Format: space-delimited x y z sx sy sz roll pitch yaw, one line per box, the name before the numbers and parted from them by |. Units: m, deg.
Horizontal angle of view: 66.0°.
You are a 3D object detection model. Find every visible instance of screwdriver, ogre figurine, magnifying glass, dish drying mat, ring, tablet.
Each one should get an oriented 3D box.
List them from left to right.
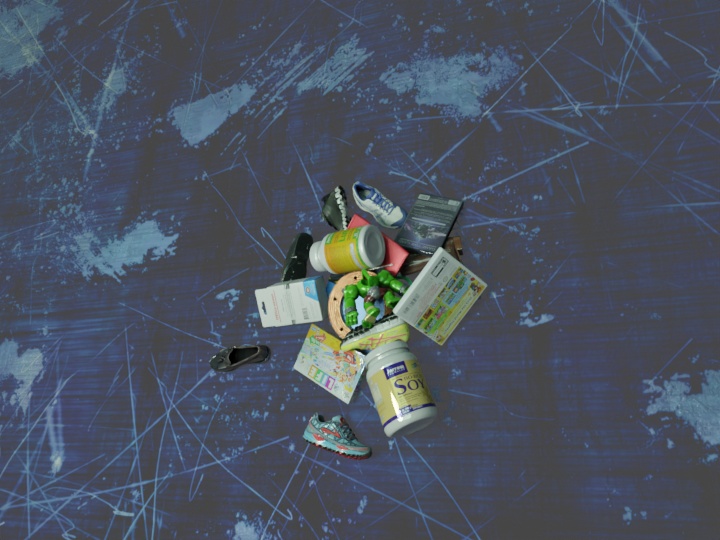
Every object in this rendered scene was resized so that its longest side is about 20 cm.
screwdriver | 0.000 0.000 1.523 0.196 0.029 0.028 -16 43 30
tablet | 0.006 0.131 1.525 0.126 0.014 0.206 4 91 15
ring | 0.006 0.102 1.509 0.195 0.019 0.207 0 90 14
ogre figurine | 0.037 0.063 1.429 0.198 0.099 0.121 -34 51 1
dish drying mat | 0.042 -0.071 1.521 0.199 0.018 0.078 38 105 22
magnifying glass | 0.153 0.076 1.529 0.197 0.022 0.081 29 81 26

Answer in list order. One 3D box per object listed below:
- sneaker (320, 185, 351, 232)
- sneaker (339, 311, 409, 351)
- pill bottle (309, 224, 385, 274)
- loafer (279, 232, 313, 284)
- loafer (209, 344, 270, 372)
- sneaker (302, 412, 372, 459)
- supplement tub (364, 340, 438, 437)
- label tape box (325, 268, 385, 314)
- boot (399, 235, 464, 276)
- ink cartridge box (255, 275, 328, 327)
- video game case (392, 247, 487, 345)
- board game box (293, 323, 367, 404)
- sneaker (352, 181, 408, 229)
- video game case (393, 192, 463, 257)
sneaker | -0.074 -0.157 1.679 0.089 0.067 0.204 -20 61 14
sneaker | 0.041 0.182 1.450 0.195 0.078 0.092 -21 103 8
pill bottle | -0.040 -0.051 1.497 0.196 0.110 0.114 -9 65 36
loafer | -0.199 -0.014 1.674 0.072 0.072 0.205 8 76 63
loafer | -0.360 0.248 1.620 0.195 0.063 0.074 -12 65 15
sneaker | -0.056 0.423 1.436 0.195 0.079 0.098 12 72 23
supplement tub | 0.097 0.297 1.392 0.143 0.146 0.204 -26 64 8
label tape box | -0.004 0.003 1.582 0.142 0.063 0.205 24 96 26
boot | 0.187 -0.001 1.522 0.194 0.065 0.190 -9 54 13
ink cartridge box | -0.194 0.090 1.589 0.195 0.068 0.119 -9 98 21
video game case | 0.205 0.069 1.414 0.202 0.180 0.023 -53 28 7
board game box | -0.077 0.252 1.516 0.197 0.034 0.137 26 95 26
sneaker | 0.052 -0.192 1.633 0.197 0.088 0.076 30 79 25
video game case | 0.191 -0.131 1.563 0.140 0.019 0.203 14 60 27
